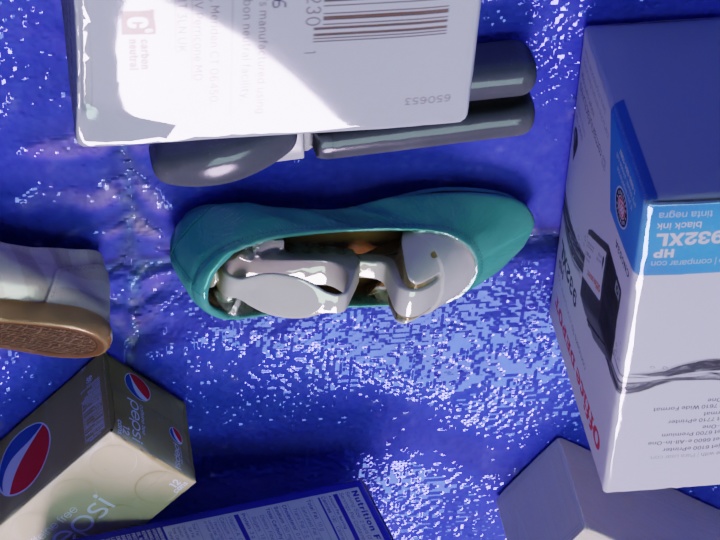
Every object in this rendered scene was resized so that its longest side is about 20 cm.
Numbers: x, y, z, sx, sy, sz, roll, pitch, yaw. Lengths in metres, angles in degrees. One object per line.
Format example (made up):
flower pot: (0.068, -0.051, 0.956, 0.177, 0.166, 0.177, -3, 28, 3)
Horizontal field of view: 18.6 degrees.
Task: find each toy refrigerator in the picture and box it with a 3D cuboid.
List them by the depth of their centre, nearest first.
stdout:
toy refrigerator: (0.181, 0.183, 1.358, 0.199, 0.076, 0.070, 25, 122, -30)

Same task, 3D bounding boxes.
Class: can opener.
can opener: (-0.007, -0.070, 1.097, 0.198, 0.067, 0.054, -7, 133, -6)

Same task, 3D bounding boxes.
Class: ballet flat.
ballet flat: (0.000, 0.000, 1.159, 0.198, 0.071, 0.068, -2, 132, -11)

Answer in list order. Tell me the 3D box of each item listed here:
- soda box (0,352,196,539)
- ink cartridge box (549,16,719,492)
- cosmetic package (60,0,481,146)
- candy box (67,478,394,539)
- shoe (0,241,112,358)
soda box: (-0.185, 0.138, 1.247, 0.200, 0.064, 0.068, -39, 128, 23)
ink cartridge box: (0.158, -0.006, 1.136, 0.083, 0.146, 0.201, -4, 132, -7)
cosmetic package: (-0.046, -0.178, 0.901, 0.165, 0.201, 0.168, -5, 132, -9)
candy box: (-0.090, 0.211, 1.275, 0.198, 0.077, 0.170, -8, 143, -26)
shoe: (-0.226, 0.006, 1.136, 0.198, 0.054, 0.070, 7, 162, -13)
